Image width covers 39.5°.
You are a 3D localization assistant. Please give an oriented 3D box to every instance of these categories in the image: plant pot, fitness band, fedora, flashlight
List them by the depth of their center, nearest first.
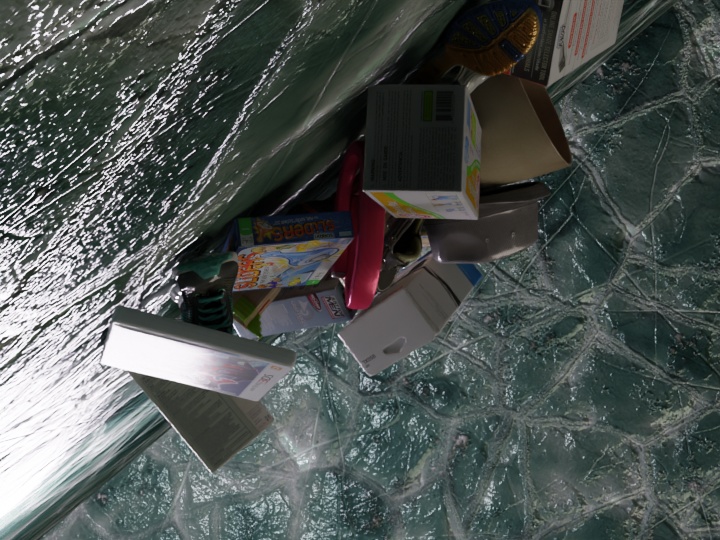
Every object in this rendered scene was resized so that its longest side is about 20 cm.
[{"bbox_3d":[-0.003,-0.054,1.193,0.037,0.201,0.144,4,169,-12],"label":"fitness band"},{"bbox_3d":[0.136,-0.173,1.265,0.200,0.188,0.187,-26,-178,20],"label":"plant pot"},{"bbox_3d":[0.154,-0.058,1.312,0.199,0.091,0.177,-11,-174,-15],"label":"fedora"},{"bbox_3d":[-0.017,-0.103,1.328,0.200,0.068,0.068,-42,-157,-19],"label":"flashlight"}]

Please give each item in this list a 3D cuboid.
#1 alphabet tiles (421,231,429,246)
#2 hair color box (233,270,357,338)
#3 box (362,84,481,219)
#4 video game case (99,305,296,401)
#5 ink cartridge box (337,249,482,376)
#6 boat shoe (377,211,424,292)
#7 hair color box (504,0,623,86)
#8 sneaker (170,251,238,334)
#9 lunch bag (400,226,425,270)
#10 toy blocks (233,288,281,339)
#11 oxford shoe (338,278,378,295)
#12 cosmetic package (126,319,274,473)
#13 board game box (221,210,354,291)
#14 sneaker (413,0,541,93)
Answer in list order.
[{"bbox_3d":[0.017,-0.042,1.419,0.195,0.015,0.200,-7,174,35],"label":"alphabet tiles"},{"bbox_3d":[-0.091,0.039,1.495,0.199,0.061,0.099,-12,-151,30],"label":"hair color box"},{"bbox_3d":[0.073,-0.122,1.086,0.101,0.113,0.200,2,176,12],"label":"box"},{"bbox_3d":[-0.190,0.099,1.138,0.182,0.199,0.023,133,-30,-63],"label":"video game case"},{"bbox_3d":[0.075,0.051,1.472,0.144,0.084,0.200,-36,-176,33],"label":"ink cartridge box"},{"bbox_3d":[0.044,-0.033,1.264,0.072,0.066,0.201,-37,153,-34],"label":"boat shoe"},{"bbox_3d":[0.241,-0.297,1.158,0.200,0.064,0.111,-37,141,-48],"label":"hair color box"},{"bbox_3d":[-0.166,0.039,1.125,0.077,0.091,0.200,-16,169,-13],"label":"sneaker"},{"bbox_3d":[0.098,-0.120,1.534,0.200,0.127,0.170,-48,-169,49],"label":"lunch bag"},{"bbox_3d":[-0.134,0.009,1.379,0.137,0.100,0.200,-51,179,-9],"label":"toy blocks"},{"bbox_3d":[0.000,0.000,1.366,0.070,0.075,0.200,-6,175,17],"label":"oxford shoe"},{"bbox_3d":[-0.230,0.177,1.442,0.105,0.200,0.071,-39,178,15],"label":"cosmetic package"},{"bbox_3d":[-0.097,-0.020,1.201,0.135,0.035,0.200,-5,165,-16],"label":"board game box"},{"bbox_3d":[0.131,-0.245,1.070,0.088,0.075,0.200,-47,-170,-31],"label":"sneaker"}]
